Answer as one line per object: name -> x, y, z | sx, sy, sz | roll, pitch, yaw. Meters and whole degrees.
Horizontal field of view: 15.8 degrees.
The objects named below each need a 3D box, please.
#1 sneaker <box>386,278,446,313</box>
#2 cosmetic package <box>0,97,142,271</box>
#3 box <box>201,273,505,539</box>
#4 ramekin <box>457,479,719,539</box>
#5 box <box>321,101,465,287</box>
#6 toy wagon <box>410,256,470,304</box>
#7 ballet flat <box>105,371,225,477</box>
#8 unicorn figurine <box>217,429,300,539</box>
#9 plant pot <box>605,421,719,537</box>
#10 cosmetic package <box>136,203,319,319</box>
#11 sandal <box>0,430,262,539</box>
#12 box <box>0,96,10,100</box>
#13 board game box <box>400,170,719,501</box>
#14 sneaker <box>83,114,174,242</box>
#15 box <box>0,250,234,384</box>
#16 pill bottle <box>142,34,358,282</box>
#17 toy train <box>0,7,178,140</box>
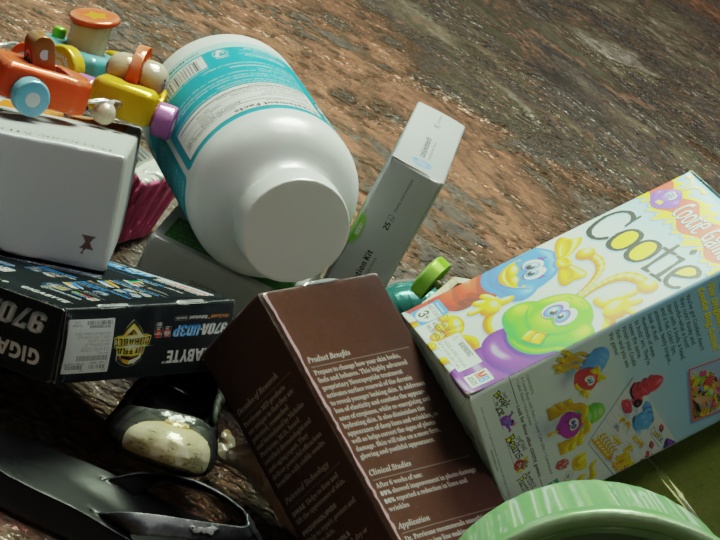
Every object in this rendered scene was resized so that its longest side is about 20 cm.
sneaker -> 0.096, 0.070, 1.865 | 0.199, 0.072, 0.080 | 26, 13, -13
cosmetic package -> -0.192, -0.056, 1.589 | 0.101, 0.072, 0.200 | 12, 8, -4
box -> 0.003, 0.106, 1.482 | 0.100, 0.075, 0.201 | -9, 65, -45
ramekin -> 0.119, 0.205, 1.328 | 0.199, 0.201, 0.098 | 26, 10, -7
box -> 0.000, 0.000, 1.696 | 0.041, 0.201, 0.156 | 29, 18, -2
toy wagon -> 0.068, 0.081, 1.768 | 0.155, 0.040, 0.200 | 42, 46, 9
ballet flat -> -0.109, 0.077, 1.514 | 0.066, 0.057, 0.200 | 23, 9, -6
unicorn figurine -> -0.006, 0.126, 1.575 | 0.137, 0.074, 0.200 | 42, 34, 11
plant pot -> 0.236, 0.123, 1.612 | 0.200, 0.190, 0.200 | 51, -3, 3
cosmetic package -> -0.088, 0.008, 1.735 | 0.107, 0.085, 0.200 | 25, 18, 0
sandal -> -0.113, 0.134, 1.410 | 0.199, 0.043, 0.076 | 24, 18, -15
box -> -0.338, -0.130, 1.715 | 0.200, 0.097, 0.176 | 38, 19, 27
board game box -> 0.143, 0.044, 1.533 | 0.103, 0.199, 0.105 | 51, -16, 54
sneaker -> -0.194, -0.063, 1.792 | 0.087, 0.074, 0.200 | 32, 13, 11
box -> -0.198, 0.015, 1.509 | 0.199, 0.046, 0.159 | 17, 10, 31
pill bottle -> -0.067, -0.067, 1.653 | 0.110, 0.111, 0.200 | 20, 19, -26
toy train -> -0.190, -0.137, 1.643 | 0.150, 0.056, 0.200 | 15, 11, -23
